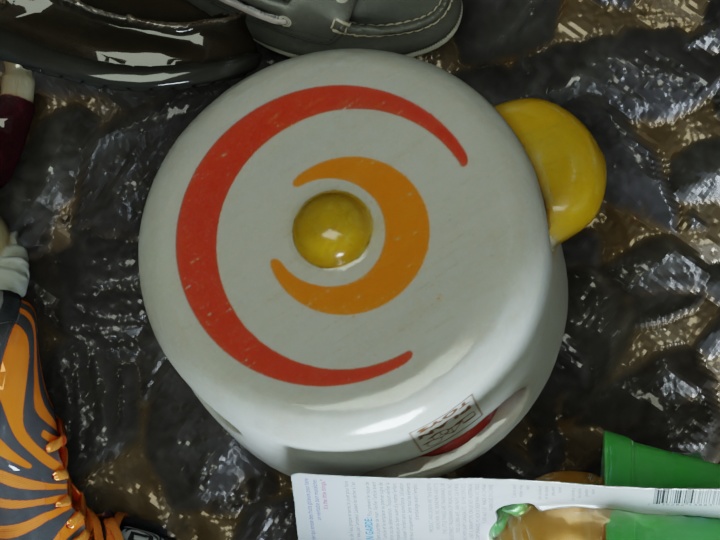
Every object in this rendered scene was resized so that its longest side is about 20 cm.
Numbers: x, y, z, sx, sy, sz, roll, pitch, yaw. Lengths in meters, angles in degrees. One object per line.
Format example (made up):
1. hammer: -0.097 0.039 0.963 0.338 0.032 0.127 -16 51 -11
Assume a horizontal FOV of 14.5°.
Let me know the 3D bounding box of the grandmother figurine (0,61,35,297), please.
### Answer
1. grandmother figurine: -0.209 -0.071 1.340 0.121 0.061 0.200 -21 89 12

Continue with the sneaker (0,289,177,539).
1. sneaker: -0.139 0.105 1.332 0.112 0.078 0.200 5 114 -4

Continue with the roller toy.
1. roller toy: 0.000 0.000 1.267 0.200 0.140 0.183 13 76 13

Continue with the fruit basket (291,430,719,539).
1. fruit basket: 0.073 0.132 1.289 0.200 0.185 0.094 5 58 7

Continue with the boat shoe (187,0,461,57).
1. boat shoe: -0.050 -0.146 1.314 0.200 0.057 0.067 15 73 3

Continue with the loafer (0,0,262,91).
1. loafer: -0.140 -0.126 1.266 0.200 0.073 0.071 11 99 7
